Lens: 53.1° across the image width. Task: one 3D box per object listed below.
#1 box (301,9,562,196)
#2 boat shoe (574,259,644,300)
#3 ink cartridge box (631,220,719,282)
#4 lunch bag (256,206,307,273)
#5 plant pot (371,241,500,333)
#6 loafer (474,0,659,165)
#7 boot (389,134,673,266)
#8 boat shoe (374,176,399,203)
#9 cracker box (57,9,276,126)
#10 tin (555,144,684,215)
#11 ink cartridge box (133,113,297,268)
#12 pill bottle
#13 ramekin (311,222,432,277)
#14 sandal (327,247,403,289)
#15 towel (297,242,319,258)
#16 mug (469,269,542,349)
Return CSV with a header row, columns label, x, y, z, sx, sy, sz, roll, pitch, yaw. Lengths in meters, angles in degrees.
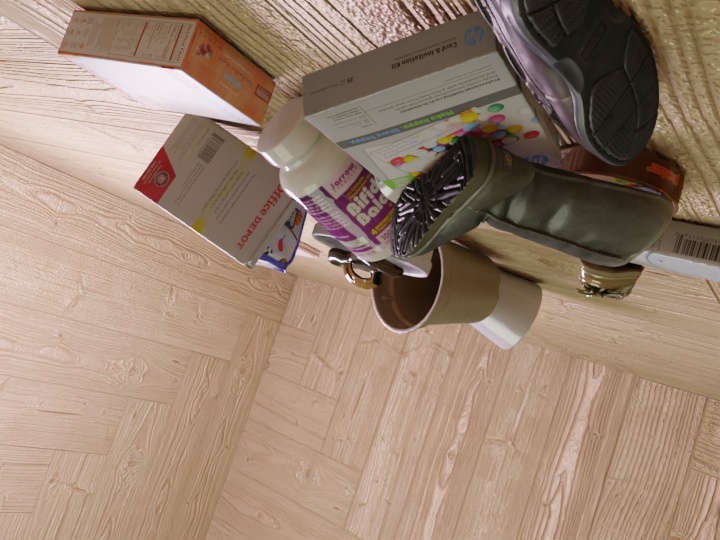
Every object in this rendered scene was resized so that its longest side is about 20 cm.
label,x,y,z,sx,sy,sz,roll,pitch,yaw
box,0.068,-0.122,0.599,0.155,0.041,0.200,-12,161,24
boat shoe,0.331,0.015,0.954,0.073,0.063,0.200,26,-167,31
ink cartridge box,0.381,-0.009,0.867,0.159,0.048,0.200,16,171,35
lunch bag,-0.151,-0.093,1.216,0.123,0.171,0.200,16,173,2
plant pot,0.150,0.022,1.328,0.183,0.202,0.200,9,-179,-36
loafer,0.133,-0.140,0.460,0.200,0.072,0.063,34,-175,-46
boot,0.146,-0.043,0.653,0.199,0.073,0.182,9,158,-25
boat shoe,0.098,-0.102,0.861,0.067,0.072,0.199,-21,156,33
cracker box,-0.210,-0.222,0.788,0.199,0.058,0.134,17,174,31
tin,0.228,-0.085,0.720,0.111,0.042,0.200,17,175,-22
ink cartridge box,-0.201,-0.116,1.055,0.199,0.146,0.083,35,176,1
pill bottle,-0.025,-0.109,0.859,0.200,0.113,0.112,40,163,-32
ramekin,0.031,-0.071,1.151,0.199,0.106,0.200,19,175,2
sandal,0.000,0.000,1.116,0.081,0.055,0.200,22,174,-29
towel,-0.253,-0.090,2.241,0.199,0.032,0.191,16,173,36
mug,0.260,0.063,1.485,0.152,0.150,0.187,28,166,-9
